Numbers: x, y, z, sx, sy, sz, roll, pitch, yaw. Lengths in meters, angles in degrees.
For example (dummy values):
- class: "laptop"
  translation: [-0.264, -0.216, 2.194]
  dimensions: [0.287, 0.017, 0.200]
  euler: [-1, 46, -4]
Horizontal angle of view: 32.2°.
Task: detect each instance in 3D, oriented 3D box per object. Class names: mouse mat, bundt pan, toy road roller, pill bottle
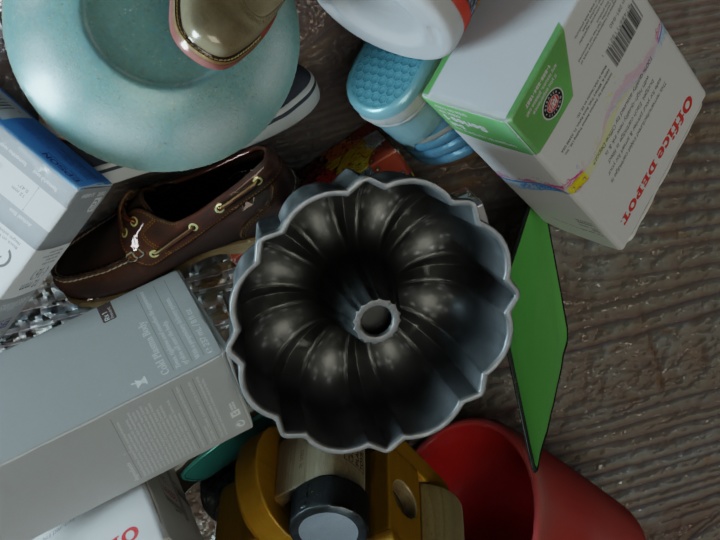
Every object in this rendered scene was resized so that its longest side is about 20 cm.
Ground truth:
- class: "mouse mat"
  translation: [0.138, 0.039, 0.980]
  dimensions: [0.008, 0.200, 0.161]
  euler: [-5, 118, 19]
- class: "bundt pan"
  translation: [0.001, 0.019, 0.849]
  dimensions: [0.201, 0.076, 0.202]
  euler: [-6, 114, -14]
- class: "toy road roller"
  translation: [-0.022, 0.198, 0.964]
  dimensions: [0.146, 0.123, 0.200]
  euler: [-31, 124, 24]
- class: "pill bottle"
  translation: [0.055, -0.253, 0.833]
  dimensions: [0.111, 0.111, 0.200]
  euler: [33, 77, -27]

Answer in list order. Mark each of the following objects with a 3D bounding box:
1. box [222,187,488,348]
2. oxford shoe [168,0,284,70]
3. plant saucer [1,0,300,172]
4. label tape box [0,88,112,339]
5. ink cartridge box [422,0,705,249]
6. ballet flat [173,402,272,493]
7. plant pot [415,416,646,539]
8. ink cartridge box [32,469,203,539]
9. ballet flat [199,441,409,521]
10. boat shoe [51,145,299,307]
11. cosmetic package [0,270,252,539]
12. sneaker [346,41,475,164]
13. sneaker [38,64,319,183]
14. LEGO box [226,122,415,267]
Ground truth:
- class: "box"
  translation: [0.000, 0.000, 0.906]
  dimensions: [0.200, 0.039, 0.042]
  euler: [-23, 116, -6]
- class: "oxford shoe"
  translation: [-0.062, -0.214, 0.797]
  dimensions: [0.070, 0.200, 0.075]
  euler: [32, 146, -17]
- class: "plant saucer"
  translation: [-0.133, -0.167, 0.825]
  dimensions: [0.200, 0.039, 0.202]
  euler: [2, 82, -16]
- class: "label tape box"
  translation: [-0.287, -0.025, 0.845]
  dimensions: [0.143, 0.066, 0.200]
  euler: [39, 100, 2]
- class: "ink cartridge box"
  translation: [0.154, -0.127, 0.905]
  dimensions: [0.200, 0.084, 0.145]
  euler: [38, 79, -48]
- class: "ballet flat"
  translation: [-0.153, 0.154, 1.004]
  dimensions: [0.200, 0.069, 0.069]
  euler: [-46, 118, 6]
- class: "plant pot"
  translation: [0.140, 0.245, 1.072]
  dimensions: [0.177, 0.200, 0.201]
  euler: [23, 105, -34]
- class: "ink cartridge box"
  translation: [-0.207, 0.184, 0.915]
  dimensions: [0.146, 0.200, 0.083]
  euler: [-36, 134, 1]
- class: "ballet flat"
  translation: [-0.041, 0.153, 1.049]
  dimensions: [0.200, 0.057, 0.067]
  euler: [-21, 132, -15]
- class: "boat shoe"
  translation: [-0.139, -0.036, 0.895]
  dimensions: [0.200, 0.071, 0.070]
  euler: [-22, 140, 10]
- class: "cosmetic package"
  translation: [-0.187, 0.096, 0.857]
  dimensions: [0.200, 0.107, 0.090]
  euler: [-25, 133, -14]
- class: "sneaker"
  translation: [0.076, -0.170, 0.931]
  dimensions: [0.200, 0.079, 0.131]
  euler: [-56, 143, -8]
- class: "sneaker"
  translation: [-0.130, -0.122, 0.878]
  dimensions: [0.200, 0.078, 0.080]
  euler: [-19, 123, -6]
- class: "LEGO box"
  translation: [0.004, 0.010, 0.978]
  dimensions: [0.149, 0.077, 0.200]
  euler: [-34, 118, 0]
